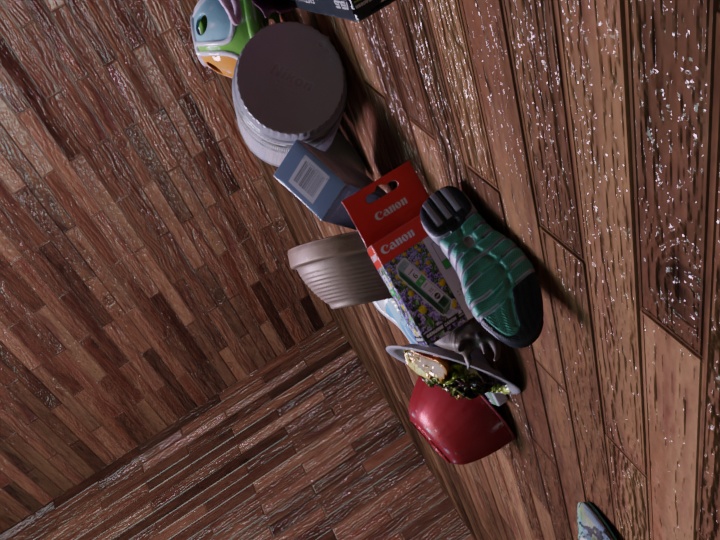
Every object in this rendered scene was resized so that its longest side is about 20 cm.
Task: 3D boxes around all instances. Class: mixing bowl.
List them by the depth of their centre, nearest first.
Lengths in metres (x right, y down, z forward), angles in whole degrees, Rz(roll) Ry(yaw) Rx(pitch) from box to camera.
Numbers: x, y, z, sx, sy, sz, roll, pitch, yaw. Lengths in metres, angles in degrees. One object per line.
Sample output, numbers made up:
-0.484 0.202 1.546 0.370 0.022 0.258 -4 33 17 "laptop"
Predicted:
0.152 0.247 1.169 0.200 0.108 0.200 45 173 7 "mixing bowl"

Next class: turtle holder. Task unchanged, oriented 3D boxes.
-0.196 -0.392 1.087 0.141 0.128 0.191 -87 -14 -73 "turtle holder"

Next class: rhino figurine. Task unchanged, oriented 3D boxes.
0.117 0.056 0.905 0.200 0.086 0.060 49 169 46 "rhino figurine"

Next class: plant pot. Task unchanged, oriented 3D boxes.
0.000 0.000 0.995 0.201 0.195 0.096 143 116 -82 "plant pot"

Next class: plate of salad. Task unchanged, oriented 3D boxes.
0.125 0.149 0.975 0.195 0.049 0.200 17 166 4 "plate of salad"

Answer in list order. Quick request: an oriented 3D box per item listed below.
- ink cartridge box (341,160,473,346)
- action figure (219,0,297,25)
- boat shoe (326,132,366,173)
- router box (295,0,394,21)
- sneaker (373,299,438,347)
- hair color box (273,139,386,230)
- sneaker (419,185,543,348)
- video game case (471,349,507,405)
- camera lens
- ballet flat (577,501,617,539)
0.070 -0.025 0.839 0.203 0.107 0.050 60 173 1 "ink cartridge box"
-0.135 -0.368 0.822 0.201 0.148 0.135 48 172 30 "action figure"
-0.078 -0.202 1.135 0.200 0.072 0.061 41 139 -4 "boat shoe"
-0.039 -0.321 0.645 0.152 0.061 0.200 63 172 -29 "router box"
0.072 0.042 1.060 0.200 0.079 0.131 47 169 25 "sneaker"
-0.025 -0.109 0.974 0.099 0.061 0.199 43 -166 21 "hair color box"
0.135 0.000 0.722 0.087 0.074 0.203 42 -162 -52 "sneaker"
0.156 0.118 1.133 0.203 0.022 0.182 61 173 1 "video game case"
-0.101 -0.240 0.991 0.163 0.158 0.200 60 173 -1 "camera lens"
0.319 0.391 0.876 0.202 0.073 0.075 56 172 35 "ballet flat"
